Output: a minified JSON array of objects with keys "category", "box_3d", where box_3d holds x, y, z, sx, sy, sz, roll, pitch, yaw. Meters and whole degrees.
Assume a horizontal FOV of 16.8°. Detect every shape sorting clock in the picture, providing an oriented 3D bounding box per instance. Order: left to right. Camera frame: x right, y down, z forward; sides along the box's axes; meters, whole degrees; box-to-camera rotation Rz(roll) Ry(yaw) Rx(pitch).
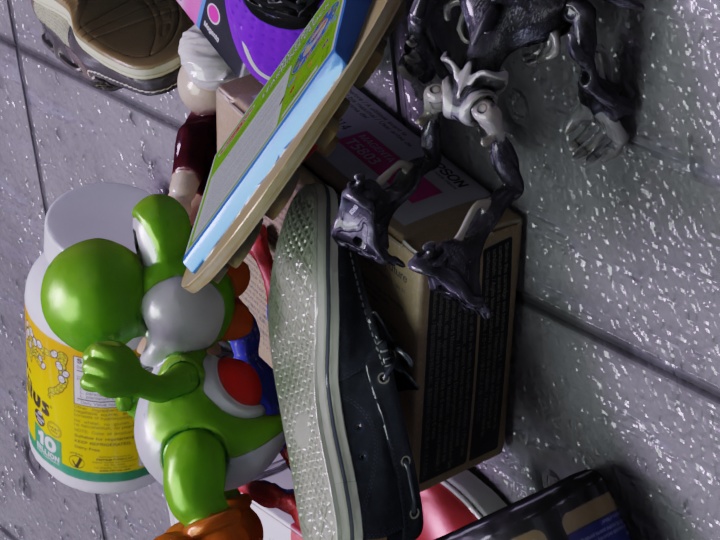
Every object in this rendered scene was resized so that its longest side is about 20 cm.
[{"category":"shape sorting clock","box_3d":[-0.029,-0.072,1.224,0.039,0.201,0.200,32,153,-12]}]

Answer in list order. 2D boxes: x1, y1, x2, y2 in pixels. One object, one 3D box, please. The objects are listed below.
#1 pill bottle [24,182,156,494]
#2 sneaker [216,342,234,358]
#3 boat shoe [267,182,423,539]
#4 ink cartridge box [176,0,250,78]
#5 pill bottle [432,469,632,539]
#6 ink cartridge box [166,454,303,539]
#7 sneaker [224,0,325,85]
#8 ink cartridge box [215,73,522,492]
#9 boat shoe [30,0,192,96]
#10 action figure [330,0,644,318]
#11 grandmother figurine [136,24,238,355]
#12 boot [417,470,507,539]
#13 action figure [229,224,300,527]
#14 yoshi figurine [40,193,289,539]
[{"category":"pill bottle","box_3d":[-0.171,0.045,1.654,0.113,0.112,0.201,45,144,37]},{"category":"sneaker","box_3d":[-0.071,0.080,1.520,0.077,0.084,0.200,51,160,-16]},{"category":"boat shoe","box_3d":[-0.006,0.054,1.278,0.075,0.062,0.202,159,105,-65]},{"category":"ink cartridge box","box_3d":[-0.063,-0.211,1.370,0.095,0.037,0.201,52,143,27]},{"category":"pill bottle","box_3d":[0.116,0.215,1.272,0.201,0.111,0.112,66,152,7]},{"category":"ink cartridge box","box_3d":[-0.034,0.190,1.545,0.200,0.082,0.148,27,131,50]},{"category":"sneaker","box_3d":[-0.044,-0.168,1.268,0.069,0.100,0.201,13,128,7]},{"category":"ink cartridge box","box_3d":[0.000,0.000,1.366,0.200,0.075,0.166,42,140,41]},{"category":"boat shoe","box_3d":[-0.156,-0.147,1.549,0.201,0.071,0.066,39,147,51]},{"category":"action figure","box_3d":[0.063,-0.086,1.155,0.118,0.201,0.102,25,173,20]},{"category":"grandmother figurine","box_3d":[-0.098,-0.049,1.463,0.121,0.060,0.202,-77,-5,-84]},{"category":"boot","box_3d":[0.039,0.206,1.367,0.201,0.144,0.073,57,151,23]},{"category":"action figure","box_3d":[-0.051,0.087,1.367,0.099,0.065,0.201,-35,77,52]},{"category":"yoshi figurine","box_3d":[-0.116,0.063,1.302,0.112,0.112,0.202,-10,91,46]}]
